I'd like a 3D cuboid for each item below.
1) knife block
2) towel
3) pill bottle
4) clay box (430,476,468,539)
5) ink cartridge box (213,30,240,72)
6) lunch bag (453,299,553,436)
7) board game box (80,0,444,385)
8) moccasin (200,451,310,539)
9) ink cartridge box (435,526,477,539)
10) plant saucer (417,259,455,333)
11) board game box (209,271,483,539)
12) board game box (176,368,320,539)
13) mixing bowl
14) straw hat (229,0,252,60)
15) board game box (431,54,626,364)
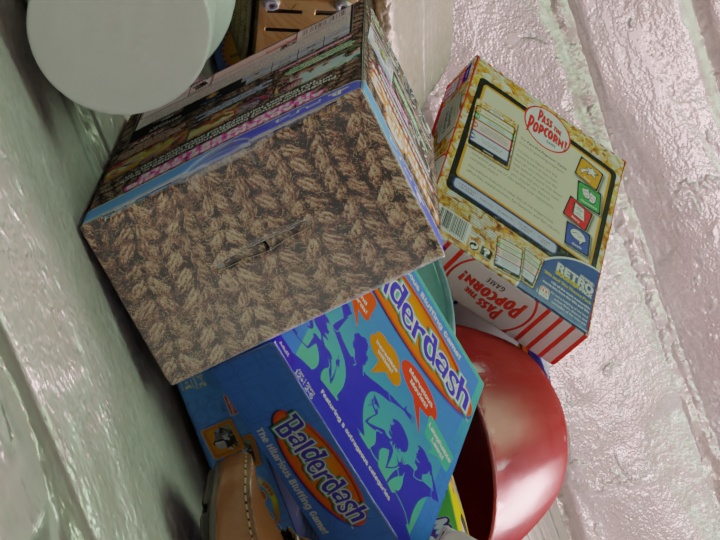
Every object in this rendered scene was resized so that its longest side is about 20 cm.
[{"bbox_3d":[-0.045,-0.185,1.313,0.201,0.063,0.177,99,-10,-51],"label":"knife block"},{"bbox_3d":[0.030,-0.187,1.353,0.201,0.034,0.133,87,24,-45],"label":"towel"},{"bbox_3d":[-0.118,-0.161,1.012,0.200,0.109,0.110,-94,163,-63],"label":"pill bottle"},{"bbox_3d":[0.053,0.204,1.215,0.115,0.047,0.201,72,4,-48],"label":"clay box"},{"bbox_3d":[-0.044,-0.176,1.484,0.076,0.135,0.201,50,23,-66],"label":"ink cartridge box"},{"bbox_3d":[0.047,0.035,1.512,0.124,0.169,0.201,-99,167,-73],"label":"lunch bag"},{"bbox_3d":[-0.047,-0.049,1.037,0.097,0.158,0.200,62,11,-18],"label":"board game box"},{"bbox_3d":[-0.027,0.183,0.970,0.074,0.077,0.203,-74,145,-77],"label":"moccasin"},{"bbox_3d":[0.114,0.224,1.048,0.146,0.083,0.200,28,-6,30],"label":"ink cartridge box"},{"bbox_3d":[0.000,0.000,1.223,0.200,0.027,0.201,35,40,-35],"label":"plant saucer"},{"bbox_3d":[0.000,0.060,1.080,0.153,0.045,0.200,58,25,-17],"label":"board game box"},{"bbox_3d":[-0.053,0.111,1.106,0.151,0.036,0.201,-88,158,-73],"label":"board game box"},{"bbox_3d":[0.080,0.121,1.394,0.200,0.108,0.202,26,-58,53],"label":"mixing bowl"},{"bbox_3d":[-0.114,-0.240,1.289,0.201,0.084,0.203,-178,-90,-83],"label":"straw hat"},{"bbox_3d":[0.115,-0.048,1.435,0.151,0.046,0.201,34,44,-13],"label":"board game box"}]
